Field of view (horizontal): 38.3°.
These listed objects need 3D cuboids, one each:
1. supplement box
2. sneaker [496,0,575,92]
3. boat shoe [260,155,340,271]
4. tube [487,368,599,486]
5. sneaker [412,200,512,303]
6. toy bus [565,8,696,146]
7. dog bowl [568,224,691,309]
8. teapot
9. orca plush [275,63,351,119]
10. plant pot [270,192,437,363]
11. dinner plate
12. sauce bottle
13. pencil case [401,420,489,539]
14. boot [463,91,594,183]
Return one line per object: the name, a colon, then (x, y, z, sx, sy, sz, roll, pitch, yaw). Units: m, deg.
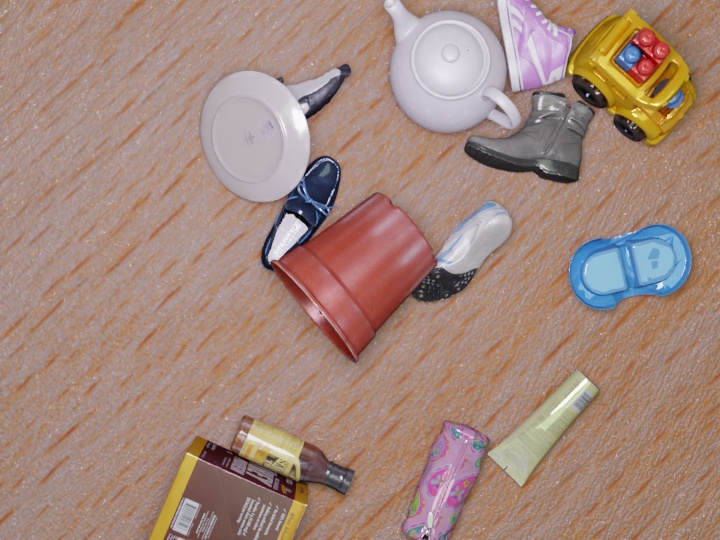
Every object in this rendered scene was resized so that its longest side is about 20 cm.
supplement box: (-0.208, 0.394, 1.596, 0.198, 0.133, 0.200, 24, 90, -3)
sneaker: (0.273, -0.390, 1.616, 0.113, 0.073, 0.203, -11, 103, 12)
boat shoe: (-0.086, -0.084, 1.618, 0.083, 0.069, 0.202, 25, 90, -3)
tube: (0.296, 0.246, 1.658, 0.200, 0.052, 0.058, -49, 51, 3)
sneaker: (0.157, -0.027, 1.640, 0.200, 0.073, 0.072, -44, 121, 11)
toy bus: (0.432, -0.298, 1.573, 0.200, 0.192, 0.136, 41, 88, -4)
dog bowl: (0.423, -0.006, 1.651, 0.197, 0.050, 0.113, -14, 92, -1)
teapot: (0.137, -0.307, 1.574, 0.197, 0.146, 0.201, -3, 87, 0)
orca plush: (-0.097, -0.257, 1.628, 0.199, 0.071, 0.105, -35, 48, -5)
plant pot: (0.000, 0.000, 1.573, 0.195, 0.201, 0.201, -41, 93, -9)
dinner plate: (-0.167, -0.201, 1.584, 0.197, 0.024, 0.203, 8, 110, 23)
sauce bottle: (-0.105, 0.294, 1.630, 0.198, 0.066, 0.067, 24, 91, -1)
pencil case: (0.133, 0.340, 1.633, 0.086, 0.087, 0.202, 23, 90, -3)
boot: (0.266, -0.221, 1.639, 0.197, 0.068, 0.133, 12, 84, -8)
